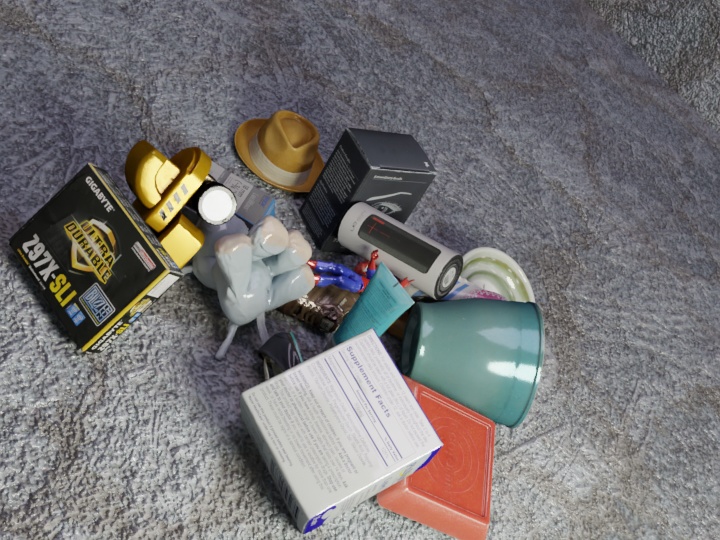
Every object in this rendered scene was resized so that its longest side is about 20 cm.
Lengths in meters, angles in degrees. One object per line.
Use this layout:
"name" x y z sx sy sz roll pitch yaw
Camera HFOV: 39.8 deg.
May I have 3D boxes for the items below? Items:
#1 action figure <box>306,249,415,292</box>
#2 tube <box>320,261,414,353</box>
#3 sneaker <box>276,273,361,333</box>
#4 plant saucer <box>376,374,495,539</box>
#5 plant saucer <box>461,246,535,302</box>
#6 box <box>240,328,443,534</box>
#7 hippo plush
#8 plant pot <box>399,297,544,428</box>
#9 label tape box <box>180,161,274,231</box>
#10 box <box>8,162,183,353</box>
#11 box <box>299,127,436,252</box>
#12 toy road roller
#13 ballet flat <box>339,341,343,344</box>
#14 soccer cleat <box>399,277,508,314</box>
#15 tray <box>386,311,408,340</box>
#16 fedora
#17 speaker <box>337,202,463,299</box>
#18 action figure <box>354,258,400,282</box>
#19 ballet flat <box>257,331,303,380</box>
"action figure" 0.000 0.000 1.532 0.200 0.099 0.065 25 34 -34
"tube" 0.004 0.081 1.455 0.077 0.200 0.050 48 38 15
"sneaker" -0.062 0.056 1.542 0.199 0.071 0.076 9 44 -32
"plant saucer" 0.120 0.263 1.404 0.200 0.037 0.200 30 52 -29
"plant saucer" 0.222 0.060 1.750 0.199 0.050 0.201 11 70 -34
"box" -0.028 0.207 1.288 0.199 0.105 0.184 -25 69 -18
"hippo plush" -0.168 -0.005 1.462 0.159 0.201 0.161 -10 27 -31
"plant pot" 0.163 0.132 1.552 0.187 0.201 0.200 10 40 -8
"label tape box" -0.198 -0.078 1.589 0.200 0.063 0.144 31 36 -6
"box" -0.351 -0.016 1.312 0.200 0.160 0.049 51 9 19
"box" 0.011 -0.133 1.704 0.148 0.200 0.105 2 45 -39
"toy road roller" -0.284 -0.089 1.388 0.146 0.200 0.123 42 -3 -29
"ballet flat" -0.007 0.199 1.401 0.068 0.068 0.201 -24 76 -4
"soccer cleat" 0.157 0.031 1.644 0.199 0.070 0.087 6 63 -22
"tray" 0.077 0.039 1.705 0.098 0.037 0.200 29 37 -10
"fedora" -0.131 -0.228 1.797 0.200 0.082 0.201 21 38 -18
"speaker" 0.062 -0.033 1.591 0.200 0.081 0.081 31 31 27
"action figure" 0.069 -0.004 1.679 0.199 0.052 0.066 -3 55 -38
"ballet flat" -0.089 0.180 1.391 0.073 0.073 0.200 -7 59 -44
